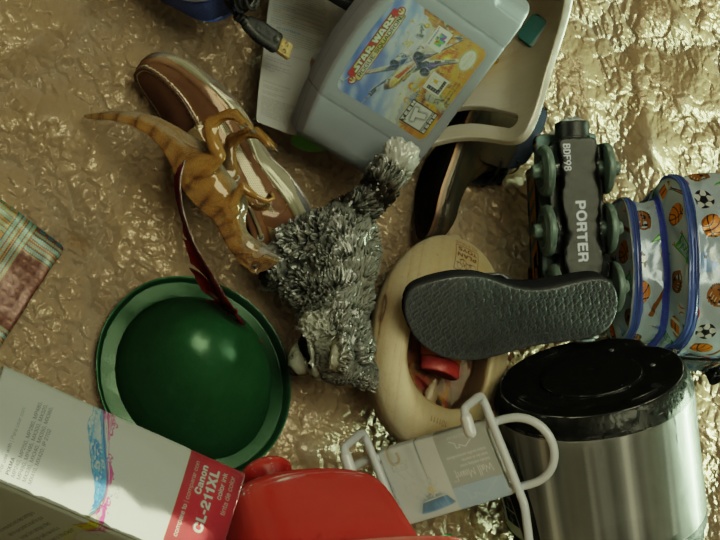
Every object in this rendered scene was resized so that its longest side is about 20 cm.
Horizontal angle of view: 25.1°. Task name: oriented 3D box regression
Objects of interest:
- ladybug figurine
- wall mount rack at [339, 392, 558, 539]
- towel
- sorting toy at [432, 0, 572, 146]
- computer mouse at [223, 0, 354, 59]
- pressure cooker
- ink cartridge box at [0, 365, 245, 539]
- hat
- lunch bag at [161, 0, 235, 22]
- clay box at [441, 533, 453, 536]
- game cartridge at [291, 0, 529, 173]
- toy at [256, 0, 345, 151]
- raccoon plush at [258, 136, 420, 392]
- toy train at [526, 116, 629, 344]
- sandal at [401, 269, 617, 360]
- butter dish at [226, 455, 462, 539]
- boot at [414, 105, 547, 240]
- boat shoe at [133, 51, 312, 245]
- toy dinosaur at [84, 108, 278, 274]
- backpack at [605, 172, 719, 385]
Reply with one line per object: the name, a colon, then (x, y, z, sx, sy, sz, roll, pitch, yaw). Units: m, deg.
ladybug figurine: (0.061, 0.064, 1.404, 0.135, 0.072, 0.202, 24, 65, -22)
wall mount rack: (0.070, 0.199, 1.299, 0.175, 0.198, 0.074, 68, 25, -5)
towel: (-0.342, -0.022, 1.236, 0.199, 0.022, 0.148, 37, 62, -15)
sorting toy: (0.099, -0.195, 1.433, 0.198, 0.107, 0.182, 1, 71, 18)
computer mouse: (-0.015, -0.228, 1.344, 0.199, 0.046, 0.141, 26, 102, -34)
pressure cooker: (0.208, 0.179, 1.377, 0.175, 0.177, 0.202, -28, 116, -39)
ink cartridge box: (-0.207, 0.159, 1.183, 0.199, 0.145, 0.084, 27, 63, -20)
hat: (-0.107, 0.057, 1.250, 0.199, 0.176, 0.167, 26, 63, -19)
lunch bag: (-0.117, -0.317, 1.371, 0.135, 0.133, 0.200, 34, 63, 22)
clay box: (0.072, 0.327, 1.346, 0.115, 0.048, 0.201, 41, 61, -13)
game cartridge: (0.037, -0.176, 1.352, 0.132, 0.042, 0.201, 26, 107, -38)
toy: (-0.041, -0.197, 1.440, 0.114, 0.047, 0.202, 17, 61, -26)
raccoon plush: (0.000, 0.000, 1.318, 0.096, 0.201, 0.134, 12, 29, -47)
toy train: (0.187, -0.035, 1.462, 0.084, 0.114, 0.203, -4, 89, -10)
sandal: (0.123, 0.034, 1.376, 0.198, 0.043, 0.077, 1, 110, -23)
butter dish: (-0.056, 0.213, 1.248, 0.198, 0.200, 0.149, 3, 51, -32)
boot: (0.114, -0.100, 1.482, 0.096, 0.075, 0.202, 26, 63, -17)
boat shoe: (-0.124, -0.094, 1.350, 0.200, 0.076, 0.072, 49, 62, -5)
toy dinosaur: (-0.129, -0.087, 1.293, 0.106, 0.060, 0.200, -42, 86, 8)
backpack: (0.302, -0.005, 1.491, 0.152, 0.191, 0.203, -4, 77, -13)
